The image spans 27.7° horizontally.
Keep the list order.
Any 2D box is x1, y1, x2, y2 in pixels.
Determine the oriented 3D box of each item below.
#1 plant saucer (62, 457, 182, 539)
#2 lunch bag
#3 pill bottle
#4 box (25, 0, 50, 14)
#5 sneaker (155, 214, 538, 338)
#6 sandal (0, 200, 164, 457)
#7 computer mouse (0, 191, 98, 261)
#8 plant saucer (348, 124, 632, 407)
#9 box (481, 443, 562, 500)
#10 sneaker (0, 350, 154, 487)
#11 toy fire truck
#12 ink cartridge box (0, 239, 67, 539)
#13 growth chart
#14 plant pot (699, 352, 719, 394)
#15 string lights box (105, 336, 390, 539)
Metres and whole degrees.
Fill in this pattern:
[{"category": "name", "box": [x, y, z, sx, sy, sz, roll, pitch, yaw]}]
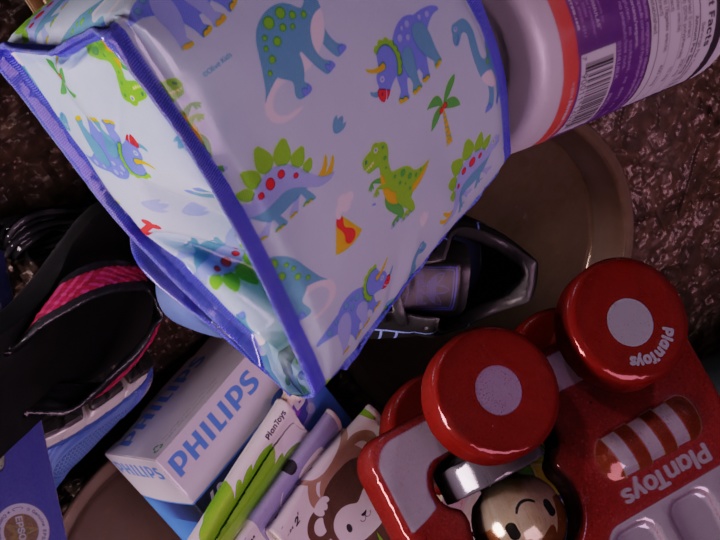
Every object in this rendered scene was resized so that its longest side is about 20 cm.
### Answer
[{"category": "plant saucer", "box": [-0.094, 0.183, 0.815, 0.199, 0.029, 0.202, 0, 90, -37]}, {"category": "lunch bag", "box": [-0.028, -0.071, 0.636, 0.170, 0.127, 0.200, -49, 119, -25]}, {"category": "pill bottle", "box": [0.126, -0.141, 0.766, 0.199, 0.111, 0.112, -24, 122, -32]}, {"category": "box", "box": [-0.054, -0.139, 0.698, 0.200, 0.021, 0.164, -48, 128, -25]}, {"category": "sneaker", "box": [0.000, 0.000, 0.717, 0.199, 0.078, 0.071, -8, 107, -39]}, {"category": "sandal", "box": [-0.131, 0.032, 0.673, 0.200, 0.045, 0.075, -49, 134, -39]}, {"category": "computer mouse", "box": [-0.123, -0.102, 0.700, 0.109, 0.044, 0.201, -9, 115, -26]}, {"category": "plant saucer", "box": [0.069, -0.004, 0.847, 0.199, 0.029, 0.201, -11, 116, -23]}, {"category": "box", "box": [0.127, 0.161, 0.856, 0.070, 0.200, 0.065, -10, 117, -23]}, {"category": "sneaker", "box": [-0.190, 0.102, 0.749, 0.200, 0.079, 0.089, -37, 146, -15]}, {"category": "toy fire truck", "box": [0.109, 0.102, 0.747, 0.199, 0.112, 0.169, -26, 79, -21]}, {"category": "ink cartridge box", "box": [-0.239, 0.077, 0.651, 0.199, 0.043, 0.197, -11, 74, -22]}, {"category": "growth chart", "box": [-0.001, 0.147, 0.783, 0.200, 0.018, 0.145, 41, 65, -30]}, {"category": "plant pot", "box": [0.248, 0.132, 0.924, 0.195, 0.200, 0.201, -10, 117, -14]}, {"category": "string lights box", "box": [-0.036, 0.134, 0.805, 0.103, 0.059, 0.200, -50, 117, -27]}]
